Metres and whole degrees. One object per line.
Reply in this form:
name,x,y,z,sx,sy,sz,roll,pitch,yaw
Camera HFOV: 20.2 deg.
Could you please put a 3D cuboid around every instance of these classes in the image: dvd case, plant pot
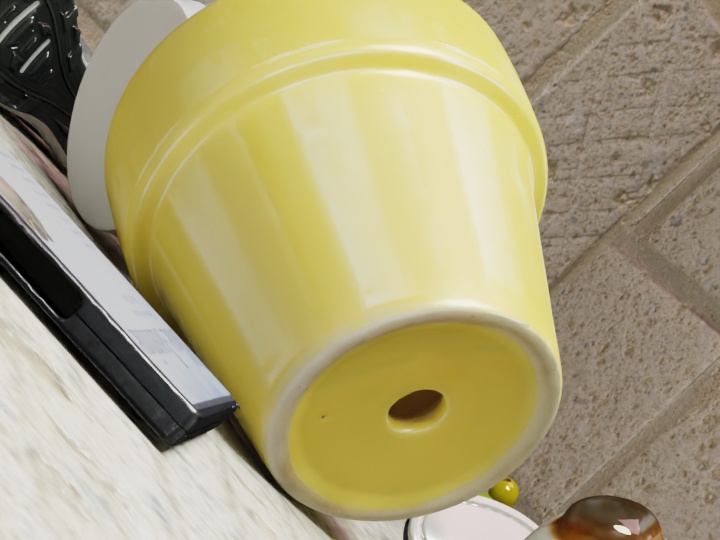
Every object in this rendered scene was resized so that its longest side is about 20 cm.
dvd case,-0.121,-0.018,0.720,0.200,0.018,0.143,48,-1,2
plant pot,0.000,0.000,0.893,0.201,0.200,0.189,47,16,-44

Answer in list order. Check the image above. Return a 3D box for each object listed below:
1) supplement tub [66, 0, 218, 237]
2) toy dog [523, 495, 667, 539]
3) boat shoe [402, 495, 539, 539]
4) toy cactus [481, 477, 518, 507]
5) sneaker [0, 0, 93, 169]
supplement tub,-0.038,-0.058,1.065,0.199,0.145,0.145,15,20,-36
toy dog,0.143,0.205,0.965,0.200,0.140,0.194,48,33,20
boat shoe,0.098,0.189,1.085,0.200,0.074,0.060,31,-37,-16
toy cactus,0.115,0.197,1.279,0.200,0.102,0.165,38,-6,-24
sneaker,-0.188,-0.120,1.144,0.079,0.074,0.200,35,-15,41
